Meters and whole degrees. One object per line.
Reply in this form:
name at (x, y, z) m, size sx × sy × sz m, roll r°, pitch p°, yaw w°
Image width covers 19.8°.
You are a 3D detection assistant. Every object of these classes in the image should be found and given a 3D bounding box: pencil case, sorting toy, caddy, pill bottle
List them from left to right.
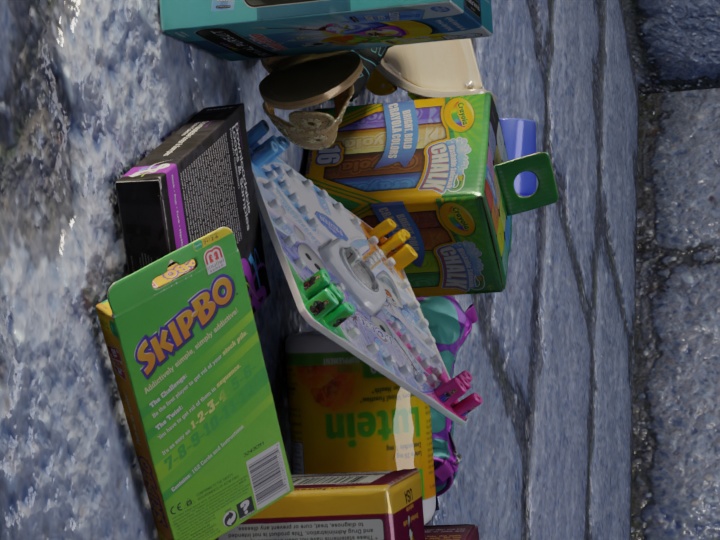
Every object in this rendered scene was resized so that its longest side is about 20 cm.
pill bottle at (0.002, 0.146, 1.606) m, size 0.111 × 0.111 × 0.201 m, roll -6°, pitch 92°, yaw -76°
pencil case at (0.053, 0.113, 1.862) m, size 0.085 × 0.092 × 0.200 m, roll 70°, pitch 20°, yaw -47°
sorting toy at (0.071, -0.214, 1.896) m, size 0.180 × 0.107 × 0.201 m, roll 24°, pitch 49°, yaw -65°
caddy at (0.089, -0.087, 1.903) m, size 0.200 × 0.141 × 0.105 m, roll -171°, pitch -98°, yaw -82°

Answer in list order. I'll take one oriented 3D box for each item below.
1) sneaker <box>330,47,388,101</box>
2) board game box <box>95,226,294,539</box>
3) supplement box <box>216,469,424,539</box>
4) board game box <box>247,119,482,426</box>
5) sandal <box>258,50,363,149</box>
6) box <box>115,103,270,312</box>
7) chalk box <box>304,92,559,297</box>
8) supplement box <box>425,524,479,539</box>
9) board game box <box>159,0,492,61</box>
sneaker at (-0.019, -0.185, 1.726) m, size 0.200 × 0.075 × 0.080 m, roll -22°, pitch 119°, yaw -67°
board game box at (-0.102, 0.075, 1.279) m, size 0.095 × 0.030 × 0.201 m, roll -29°, pitch 125°, yaw -30°
supplement box at (-0.023, 0.243, 1.413) m, size 0.103 × 0.130 × 0.201 m, roll -6°, pitch 93°, yaw -76°
board game box at (0.000, 0.000, 1.517) m, size 0.200 × 0.026 × 0.200 m, roll 36°, pitch 23°, yaw -43°
sandal at (-0.034, -0.126, 1.522) m, size 0.212 × 0.077 × 0.070 m, roll -113°, pitch -172°, yaw -68°
box at (-0.108, -0.019, 1.370) m, size 0.200 × 0.036 × 0.143 m, roll -52°, pitch 137°, yaw -68°
chalk box at (0.063, -0.061, 1.722) m, size 0.125 × 0.199 × 0.124 m, roll 71°, pitch 21°, yaw -46°
supplement box at (0.041, 0.308, 1.739) m, size 0.200 × 0.103 × 0.131 m, roll -46°, pitch 130°, yaw -72°
board game box at (-0.020, -0.184, 1.421) m, size 0.151 × 0.199 × 0.047 m, roll 9°, pitch 78°, yaw -75°
